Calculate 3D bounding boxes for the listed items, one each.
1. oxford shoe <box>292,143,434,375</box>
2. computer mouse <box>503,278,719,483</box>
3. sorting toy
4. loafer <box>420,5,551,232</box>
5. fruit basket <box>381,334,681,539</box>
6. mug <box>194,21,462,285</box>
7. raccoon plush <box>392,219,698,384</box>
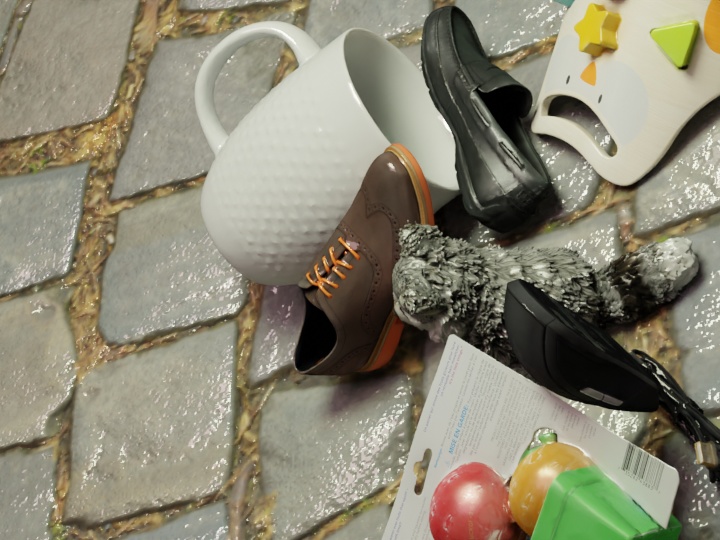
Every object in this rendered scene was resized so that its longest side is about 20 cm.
[{"bbox_3d":[0.000,0.000,1.711,0.071,0.072,0.201,46,137,37],"label":"oxford shoe"},{"bbox_3d":[0.165,0.082,1.519,0.046,0.200,0.140,-50,50,10],"label":"computer mouse"},{"bbox_3d":[0.195,-0.162,1.745,0.200,0.106,0.181,36,106,47],"label":"sorting toy"},{"bbox_3d":[0.097,-0.122,1.794,0.070,0.068,0.201,-35,52,27],"label":"loafer"},{"bbox_3d":[0.106,0.165,1.546,0.200,0.093,0.186,32,112,41],"label":"fruit basket"},{"bbox_3d":[-0.044,-0.094,1.811,0.175,0.148,0.200,-36,88,24],"label":"mug"},{"bbox_3d":[0.114,-0.006,1.655,0.200,0.134,0.097,-35,44,15],"label":"raccoon plush"}]
